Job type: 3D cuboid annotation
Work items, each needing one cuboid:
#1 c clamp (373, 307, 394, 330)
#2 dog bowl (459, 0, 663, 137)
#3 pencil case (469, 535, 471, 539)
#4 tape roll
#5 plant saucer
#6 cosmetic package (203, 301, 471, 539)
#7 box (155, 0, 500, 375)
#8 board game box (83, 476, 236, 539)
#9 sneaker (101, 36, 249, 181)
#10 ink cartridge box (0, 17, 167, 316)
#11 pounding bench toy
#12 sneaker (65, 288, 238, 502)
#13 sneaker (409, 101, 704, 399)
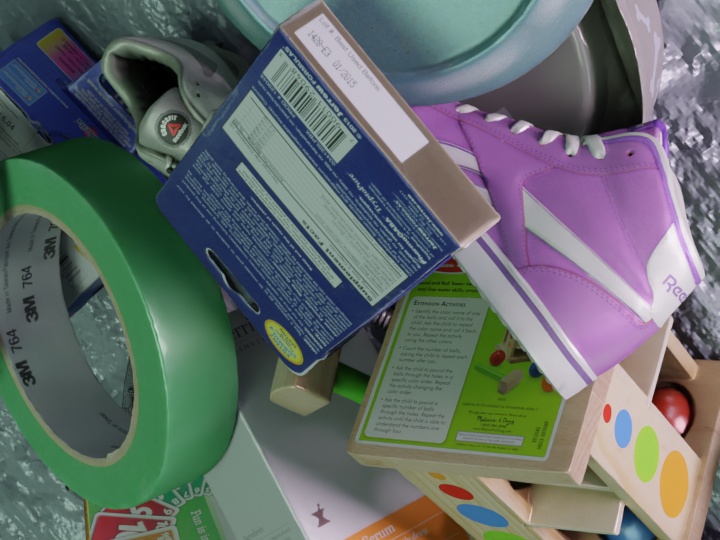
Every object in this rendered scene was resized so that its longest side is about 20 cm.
[{"bbox_3d":[0.000,0.000,1.035,0.200,0.027,0.171,35,135,9],"label":"c clamp"},{"bbox_3d":[0.058,-0.110,0.892,0.200,0.059,0.200,19,131,24],"label":"dog bowl"},{"bbox_3d":[0.157,0.176,1.016,0.200,0.087,0.088,26,133,17],"label":"pencil case"},{"bbox_3d":[-0.145,0.030,0.995,0.200,0.048,0.201,26,126,43],"label":"tape roll"},{"bbox_3d":[0.010,-0.159,0.776,0.200,0.027,0.201,7,119,13],"label":"plant saucer"},{"bbox_3d":[-0.020,0.113,1.005,0.200,0.101,0.071,61,144,7],"label":"cosmetic package"},{"bbox_3d":[-0.024,-0.030,0.842,0.121,0.032,0.200,50,149,1],"label":"box"},{"bbox_3d":[-0.066,0.144,1.099,0.030,0.199,0.096,-115,22,-48],"label":"board game box"},{"bbox_3d":[-0.071,-0.055,0.947,0.200,0.088,0.074,45,113,33],"label":"sneaker"},{"bbox_3d":[-0.188,-0.054,1.095,0.136,0.076,0.200,47,136,-4],"label":"ink cartridge box"},{"bbox_3d":[0.070,0.075,0.941,0.200,0.124,0.156,1,150,36],"label":"pounding bench toy"},{"bbox_3d":[-0.127,0.090,1.130,0.075,0.114,0.200,18,130,24],"label":"sneaker"},{"bbox_3d":[0.080,-0.049,0.844,0.114,0.073,0.201,-40,69,5],"label":"sneaker"}]
